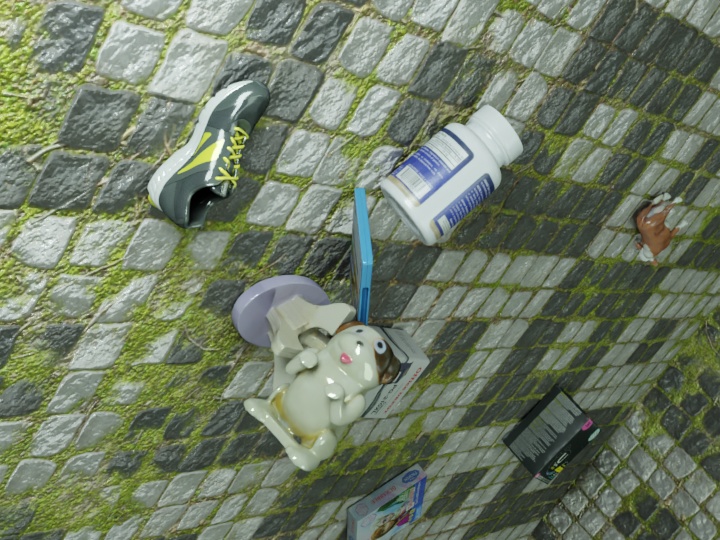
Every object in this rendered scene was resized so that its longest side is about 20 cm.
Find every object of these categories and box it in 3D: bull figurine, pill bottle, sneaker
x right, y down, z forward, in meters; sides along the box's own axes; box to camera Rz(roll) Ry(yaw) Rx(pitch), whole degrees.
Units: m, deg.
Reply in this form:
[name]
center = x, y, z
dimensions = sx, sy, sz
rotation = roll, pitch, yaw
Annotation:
[bull figurine]
center = 0.645, -0.090, 2.260
dimensions = 0.122, 0.065, 0.200
rotation = -46, 152, -1
[pill bottle]
center = 0.138, -0.145, 1.544
dimensions = 0.199, 0.120, 0.120
rotation = -40, 150, -4
[sneaker]
center = -0.164, -0.132, 1.240
dimensions = 0.201, 0.085, 0.074
rotation = -50, 149, 12

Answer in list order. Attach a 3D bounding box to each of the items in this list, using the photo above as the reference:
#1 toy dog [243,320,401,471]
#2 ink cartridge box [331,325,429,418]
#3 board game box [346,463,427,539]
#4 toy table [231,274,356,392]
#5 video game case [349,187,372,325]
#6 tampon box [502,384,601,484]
[toy dog]
center = -0.032, 0.171, 1.495
dimensions = 0.201, 0.140, 0.193
rotation = -50, 148, 9
[ink cartridge box]
center = 0.010, 0.177, 1.826
dimensions = 0.145, 0.084, 0.199
rotation = -52, 148, 17
[board game box]
center = 0.058, 0.554, 2.393
dimensions = 0.198, 0.041, 0.202
rotation = -29, 147, -23
[toy table]
center = -0.092, 0.092, 1.573
dimensions = 0.198, 0.117, 0.185
rotation = 1, 129, -48
[video game case]
center = 0.000, 0.000, 1.552
dimensions = 0.017, 0.145, 0.202
rotation = -2, 140, -5
[tampon box]
center = 0.484, 0.415, 2.634
dimensions = 0.200, 0.126, 0.150
rotation = -46, 150, 5
